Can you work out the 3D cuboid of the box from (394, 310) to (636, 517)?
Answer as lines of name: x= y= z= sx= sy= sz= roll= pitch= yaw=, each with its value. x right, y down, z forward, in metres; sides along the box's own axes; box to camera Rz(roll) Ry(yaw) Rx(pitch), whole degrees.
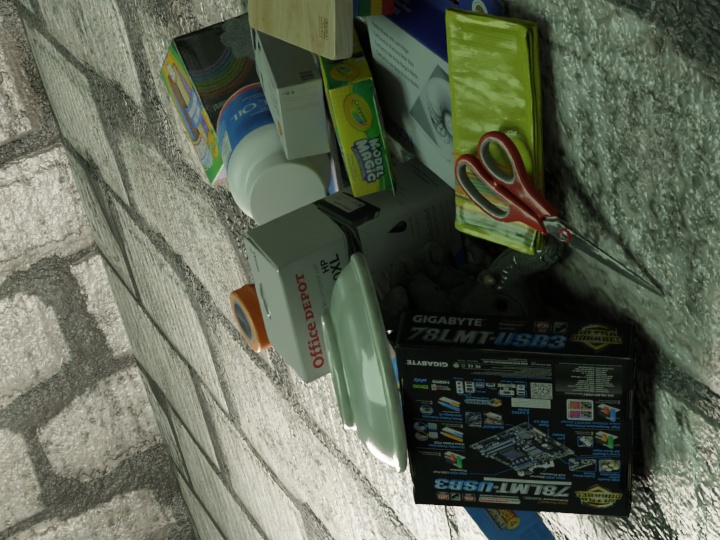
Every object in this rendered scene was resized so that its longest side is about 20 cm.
box: x=0.135 y=0.126 z=1.211 sx=0.050 sy=0.197 sz=0.200 roll=-74 pitch=-19 yaw=-46

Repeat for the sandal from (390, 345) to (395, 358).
sandal: x=0.036 y=0.092 z=1.507 sx=0.206 sy=0.079 sz=0.059 roll=33 pitch=-167 yaw=-29

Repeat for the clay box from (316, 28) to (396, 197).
clay box: x=-0.006 y=-0.156 z=1.369 sx=0.201 sy=0.047 sz=0.116 roll=-102 pitch=-1 yaw=-61

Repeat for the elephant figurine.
elephant figurine: x=0.115 y=0.050 z=1.280 sx=0.199 sy=0.142 sz=0.155 roll=11 pitch=154 yaw=50

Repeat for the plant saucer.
plant saucer: x=-0.002 y=0.087 z=1.276 sx=0.200 sy=0.050 sz=0.203 roll=168 pitch=90 yaw=-85

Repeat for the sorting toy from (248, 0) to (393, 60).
sorting toy: x=-0.035 y=-0.308 z=1.266 sx=0.198 sy=0.069 sz=0.203 roll=34 pitch=128 yaw=58

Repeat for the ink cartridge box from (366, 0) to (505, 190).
ink cartridge box: x=0.068 y=-0.173 z=1.246 sx=0.200 sy=0.040 sz=0.202 roll=45 pitch=153 yaw=48

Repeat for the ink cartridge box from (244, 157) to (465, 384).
ink cartridge box: x=0.000 y=0.000 z=1.400 sx=0.084 sy=0.198 sz=0.146 roll=43 pitch=152 yaw=51

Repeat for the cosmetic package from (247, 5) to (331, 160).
cosmetic package: x=-0.076 y=-0.201 z=1.458 sx=0.201 sy=0.050 sz=0.083 roll=-111 pitch=9 yaw=-54

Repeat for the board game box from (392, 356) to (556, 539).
board game box: x=0.112 y=0.203 z=1.443 sx=0.200 sy=0.056 sz=0.196 roll=54 pitch=179 yaw=-40

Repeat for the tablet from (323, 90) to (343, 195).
tablet: x=-0.038 y=-0.144 z=1.565 sx=0.201 sy=0.013 sz=0.131 roll=80 pitch=174 yaw=-51

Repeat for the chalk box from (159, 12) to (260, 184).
chalk box: x=-0.140 y=-0.187 z=1.688 sx=0.202 sy=0.123 sz=0.124 roll=66 pitch=162 yaw=3

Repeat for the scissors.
scissors: x=0.154 y=-0.032 z=1.132 sx=0.200 sy=0.014 sz=0.073 roll=45 pitch=137 yaw=12

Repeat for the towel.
towel: x=0.108 y=-0.110 z=1.146 sx=0.085 sy=0.018 sz=0.202 roll=16 pitch=127 yaw=32

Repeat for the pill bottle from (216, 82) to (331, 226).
pill bottle: x=-0.091 y=-0.118 z=1.516 sx=0.200 sy=0.111 sz=0.113 roll=-114 pitch=9 yaw=-60

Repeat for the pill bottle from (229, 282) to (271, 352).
pill bottle: x=-0.042 y=0.017 z=1.541 sx=0.107 sy=0.198 sz=0.107 roll=54 pitch=159 yaw=32
